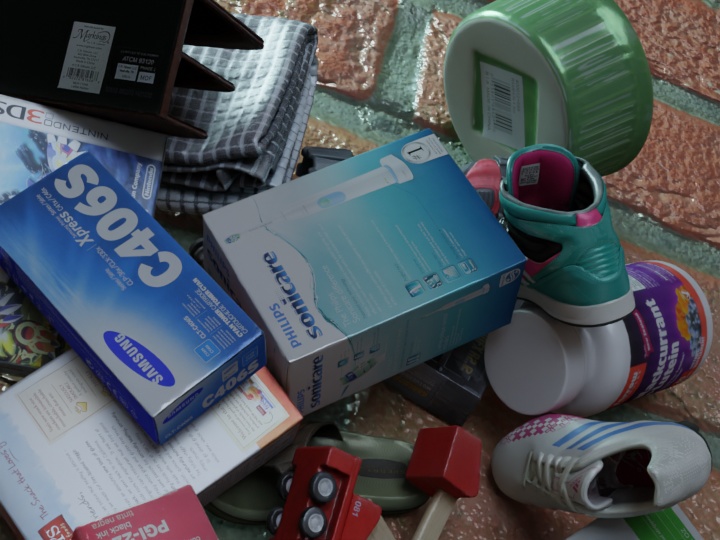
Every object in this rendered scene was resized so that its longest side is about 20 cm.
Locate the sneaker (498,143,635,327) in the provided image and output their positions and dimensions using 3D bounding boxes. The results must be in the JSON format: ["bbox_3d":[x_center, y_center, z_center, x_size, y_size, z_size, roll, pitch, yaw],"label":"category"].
[{"bbox_3d":[0.128,-0.038,1.018,0.083,0.122,0.199,-21,21,-26],"label":"sneaker"}]

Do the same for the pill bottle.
[{"bbox_3d":[0.195,0.058,1.092,0.199,0.112,0.112,-11,57,-44],"label":"pill bottle"}]

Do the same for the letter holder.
[{"bbox_3d":[-0.193,-0.163,1.042,0.198,0.142,0.102,11,85,24],"label":"letter holder"}]

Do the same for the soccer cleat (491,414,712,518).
[{"bbox_3d":[0.160,0.146,0.974,0.086,0.199,0.071,-22,96,-44],"label":"soccer cleat"}]

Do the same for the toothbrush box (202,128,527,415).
[{"bbox_3d":[0.000,0.000,0.986,0.198,0.086,0.147,-22,58,-21],"label":"toothbrush box"}]

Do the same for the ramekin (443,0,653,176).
[{"bbox_3d":[0.167,-0.168,1.237,0.097,0.201,0.201,-26,66,-29],"label":"ramekin"}]

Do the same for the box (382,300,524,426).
[{"bbox_3d":[0.060,0.015,1.131,0.157,0.049,0.201,31,47,1],"label":"box"}]

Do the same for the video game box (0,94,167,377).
[{"bbox_3d":[-0.247,-0.025,0.976,0.180,0.047,0.203,11,72,-13],"label":"video game box"}]

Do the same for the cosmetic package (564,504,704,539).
[{"bbox_3d":[0.167,0.250,0.962,0.199,0.085,0.108,-23,68,-38],"label":"cosmetic package"}]

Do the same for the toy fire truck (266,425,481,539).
[{"bbox_3d":[0.003,0.190,0.929,0.140,0.049,0.202,29,67,-30],"label":"toy fire truck"}]

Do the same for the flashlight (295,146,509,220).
[{"bbox_3d":[0.045,-0.072,1.124,0.197,0.068,0.069,5,55,-14],"label":"flashlight"}]

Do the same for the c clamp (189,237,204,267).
[{"bbox_3d":[-0.086,0.024,1.040,0.169,0.027,0.201,-13,47,0],"label":"c clamp"}]

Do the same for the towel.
[{"bbox_3d":[-0.130,-0.141,1.120,0.163,0.086,0.201,7,48,7],"label":"towel"}]

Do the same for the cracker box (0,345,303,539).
[{"bbox_3d":[-0.157,0.111,0.904,0.199,0.058,0.134,-33,75,-23],"label":"cracker box"}]

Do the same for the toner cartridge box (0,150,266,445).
[{"bbox_3d":[-0.161,0.014,0.895,0.095,0.043,0.200,-37,65,-23],"label":"toner cartridge box"}]

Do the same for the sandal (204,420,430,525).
[{"bbox_3d":[-0.032,0.139,0.979,0.199,0.058,0.080,1,52,-24],"label":"sandal"}]

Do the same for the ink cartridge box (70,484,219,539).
[{"bbox_3d":[-0.108,0.256,0.785,0.084,0.146,0.201,-16,60,-35],"label":"ink cartridge box"}]
